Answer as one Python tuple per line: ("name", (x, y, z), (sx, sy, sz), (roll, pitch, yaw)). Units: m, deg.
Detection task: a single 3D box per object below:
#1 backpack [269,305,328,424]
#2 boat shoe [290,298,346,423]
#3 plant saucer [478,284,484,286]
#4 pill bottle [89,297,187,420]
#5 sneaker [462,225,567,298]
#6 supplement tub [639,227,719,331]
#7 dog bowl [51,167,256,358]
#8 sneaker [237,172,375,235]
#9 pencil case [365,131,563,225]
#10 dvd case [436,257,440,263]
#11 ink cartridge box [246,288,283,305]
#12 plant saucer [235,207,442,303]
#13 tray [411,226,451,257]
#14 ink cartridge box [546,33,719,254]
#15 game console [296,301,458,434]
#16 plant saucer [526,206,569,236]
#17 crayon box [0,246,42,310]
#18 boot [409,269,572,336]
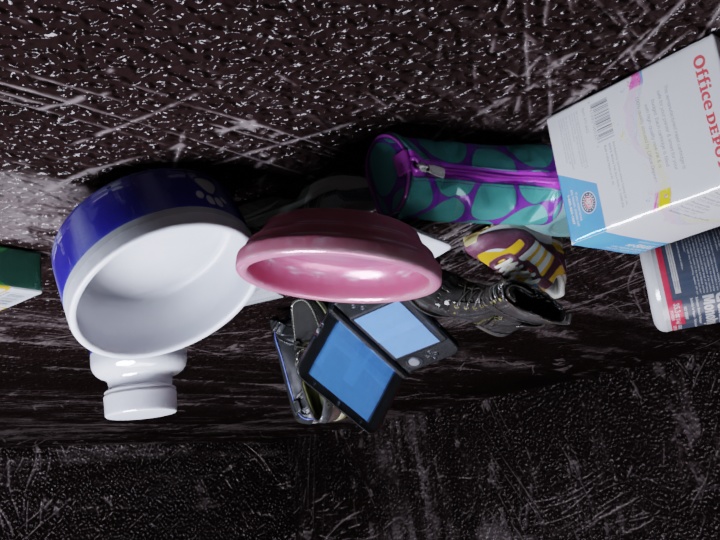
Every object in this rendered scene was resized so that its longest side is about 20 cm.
("backpack", (-0.037, 0.149, 1.464), (0.196, 0.186, 0.147), (-16, 169, -8))
("boat shoe", (-0.069, 0.136, 1.341), (0.071, 0.205, 0.066), (-18, 174, 31))
("plant saucer", (0.166, 0.039, 1.470), (0.069, 0.019, 0.198), (-18, 162, 34))
("pill bottle", (-0.258, 0.066, 1.008), (0.110, 0.204, 0.112), (-7, 166, -2))
("sneaker", (0.219, -0.009, 1.183), (0.198, 0.092, 0.074), (6, 160, -41))
("supplement tub", (0.525, 0.006, 1.288), (0.196, 0.143, 0.140), (-13, 164, 19))
("dog bowl", (-0.203, -0.004, 0.873), (0.197, 0.079, 0.202), (-22, 148, -14))
("sneaker", (-0.045, -0.043, 0.938), (0.197, 0.088, 0.077), (-16, 164, 29))
("pencil case", (0.106, -0.087, 0.857), (0.196, 0.087, 0.092), (-1, 177, -25))
("dvd case", (0.000, 0.000, 1.247), (0.197, 0.018, 0.142), (-16, 162, 26))
("ink cartridge box", (-0.224, 0.019, 1.160), (0.196, 0.044, 0.173), (-13, 165, 16))
("plant saucer", (-0.020, -0.013, 0.832), (0.196, 0.052, 0.201), (3, 166, 1))
("tray", (0.017, -0.015, 1.139), (0.106, 0.023, 0.199), (20, 147, -31))
("ink cartridge box", (0.293, -0.108, 0.788), (0.124, 0.131, 0.198), (6, 160, -42))
("game console", (0.031, 0.131, 1.307), (0.170, 0.120, 0.200), (-24, 130, 30))
("plant saucer", (0.279, -0.077, 1.067), (0.197, 0.039, 0.201), (-6, 165, -2))
("crayon box", (-0.477, 0.005, 0.968), (0.124, 0.053, 0.199), (-18, 162, 33))
("boot", (0.167, 0.033, 1.167), (0.197, 0.070, 0.174), (19, 168, -9))
